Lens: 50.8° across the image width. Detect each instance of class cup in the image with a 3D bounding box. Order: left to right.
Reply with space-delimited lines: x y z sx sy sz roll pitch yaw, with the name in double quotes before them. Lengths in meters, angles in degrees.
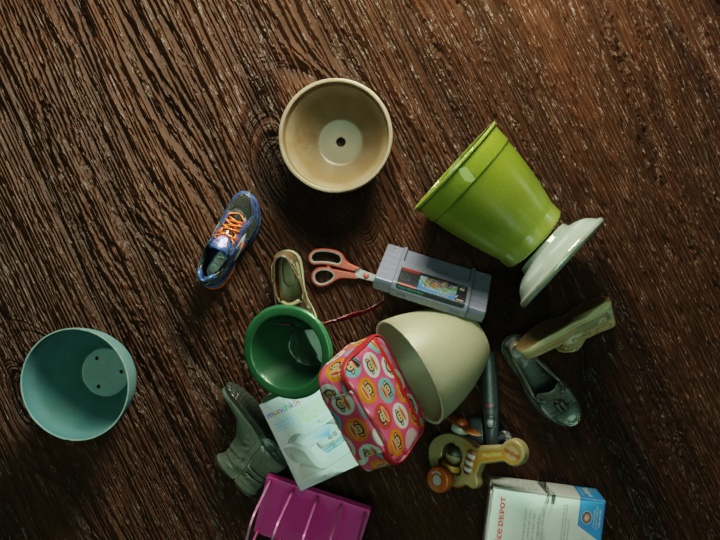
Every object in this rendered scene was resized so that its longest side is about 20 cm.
"cup" 0.140 0.146 1.328 0.143 0.200 0.200 -28 90 -18

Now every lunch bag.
"lunch bag" 0.027 0.215 1.273 0.082 0.176 0.200 -23 98 33

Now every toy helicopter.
"toy helicopter" 0.205 0.316 1.338 0.200 0.079 0.132 -17 75 39

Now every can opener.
"can opener" 0.233 0.244 1.372 0.079 0.063 0.200 1 93 6

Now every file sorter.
"file sorter" -0.102 0.485 1.363 0.200 0.125 0.139 17 115 4

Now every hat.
"hat" -0.083 0.132 1.378 0.200 0.176 0.166 4 98 23

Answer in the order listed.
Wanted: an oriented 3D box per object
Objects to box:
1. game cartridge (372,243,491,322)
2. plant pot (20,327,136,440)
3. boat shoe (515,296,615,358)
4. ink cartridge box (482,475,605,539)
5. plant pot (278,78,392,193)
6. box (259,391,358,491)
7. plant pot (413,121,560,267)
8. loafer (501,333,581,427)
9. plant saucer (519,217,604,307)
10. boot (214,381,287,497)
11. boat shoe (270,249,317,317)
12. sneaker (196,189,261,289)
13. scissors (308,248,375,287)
"game cartridge" 0.129 0.019 1.342 0.200 0.130 0.038 17 119 4
"plant pot" -0.499 0.199 1.403 0.200 0.135 0.200 0 92 5
"boat shoe" 0.366 0.113 1.330 0.200 0.071 0.065 -25 101 -14
"ink cartridge box" 0.323 0.459 1.361 0.200 0.084 0.146 7 93 6
"plant pot" -0.041 -0.237 1.363 0.201 0.093 0.201 0 93 5
"box" -0.052 0.271 1.385 0.200 0.097 0.177 -25 92 6
"plant pot" 0.228 -0.113 1.296 0.193 0.200 0.200 43 95 -2
"loafer" 0.324 0.204 1.361 0.072 0.063 0.200 -39 88 6
"plant saucer" 0.327 -0.025 1.287 0.050 0.200 0.200 43 95 12
"boot" -0.227 0.320 1.420 0.131 0.068 0.200 -38 87 11
"boat shoe" -0.128 0.063 1.392 0.075 0.075 0.203 -15 91 6
"sneaker" -0.243 -0.053 1.397 0.075 0.078 0.200 23 94 3
"scissors" 0.000 0.000 1.408 0.200 0.014 0.073 4 91 7
